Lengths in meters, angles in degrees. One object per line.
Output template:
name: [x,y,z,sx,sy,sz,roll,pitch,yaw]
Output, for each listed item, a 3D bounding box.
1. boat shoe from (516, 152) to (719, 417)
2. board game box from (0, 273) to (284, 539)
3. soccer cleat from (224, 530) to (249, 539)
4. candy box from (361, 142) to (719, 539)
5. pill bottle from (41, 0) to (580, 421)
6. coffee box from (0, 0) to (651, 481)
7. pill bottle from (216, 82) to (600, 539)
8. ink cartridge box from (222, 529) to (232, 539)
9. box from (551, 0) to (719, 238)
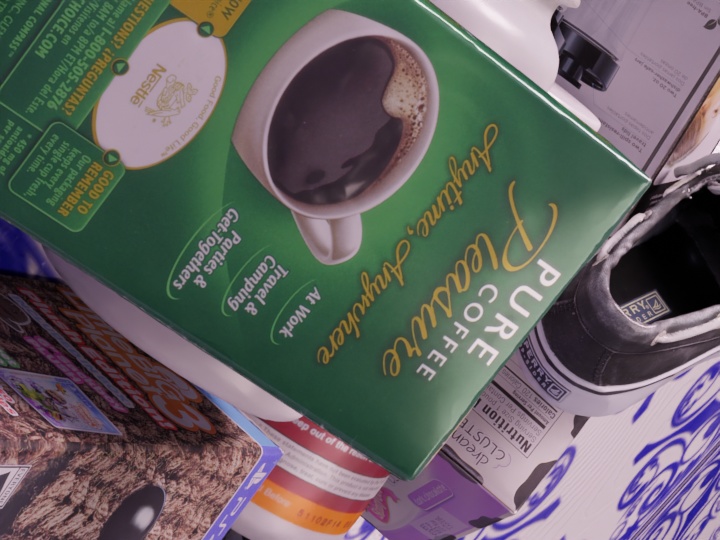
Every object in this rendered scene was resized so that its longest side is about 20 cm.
boat shoe: [0.142,-0.011,0.823,0.199,0.074,0.068,-21,161,-39]
board game box: [-0.143,0.089,0.703,0.160,0.097,0.200,-54,158,10]
soccer cleat: [-0.059,0.155,0.873,0.073,0.068,0.200,-53,177,11]
candy box: [0.077,0.026,0.974,0.200,0.072,0.168,-50,-178,-19]
pill bottle: [-0.007,-0.061,0.707,0.200,0.114,0.114,-54,159,7]
coffee box: [-0.027,-0.038,0.623,0.123,0.200,0.044,-53,-158,8]
pill bottle: [0.000,0.000,0.820,0.200,0.113,0.113,-54,159,10]
ink cartridge box: [-0.079,0.125,0.973,0.119,0.042,0.200,-28,152,-45]
box: [0.116,-0.126,0.846,0.060,0.117,0.200,-14,138,-60]
